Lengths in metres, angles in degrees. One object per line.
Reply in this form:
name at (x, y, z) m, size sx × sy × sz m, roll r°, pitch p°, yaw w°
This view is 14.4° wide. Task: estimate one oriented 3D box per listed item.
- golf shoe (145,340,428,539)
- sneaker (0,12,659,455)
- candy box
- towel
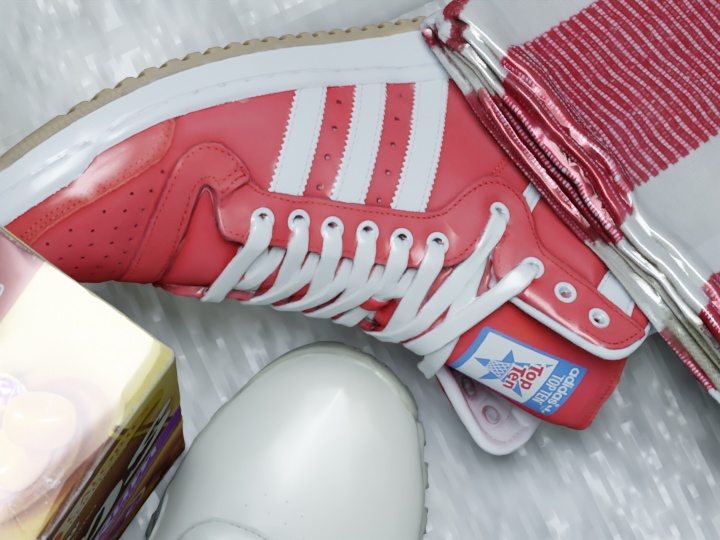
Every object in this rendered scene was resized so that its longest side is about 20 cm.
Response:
golf shoe at (-0.038, 0.107, 0.742) m, size 0.078 × 0.097 × 0.201 m, roll 26°, pitch 79°, yaw 4°
sneaker at (0.000, 0.000, 0.740) m, size 0.199 × 0.071 × 0.113 m, roll -15°, pitch 73°, yaw -33°
candy box at (-0.096, 0.065, 0.693) m, size 0.056 × 0.200 × 0.117 m, roll 34°, pitch 81°, yaw 4°
towel at (0.122, -0.019, 0.771) m, size 0.200 × 0.023 × 0.144 m, roll 50°, pitch 46°, yaw 6°
